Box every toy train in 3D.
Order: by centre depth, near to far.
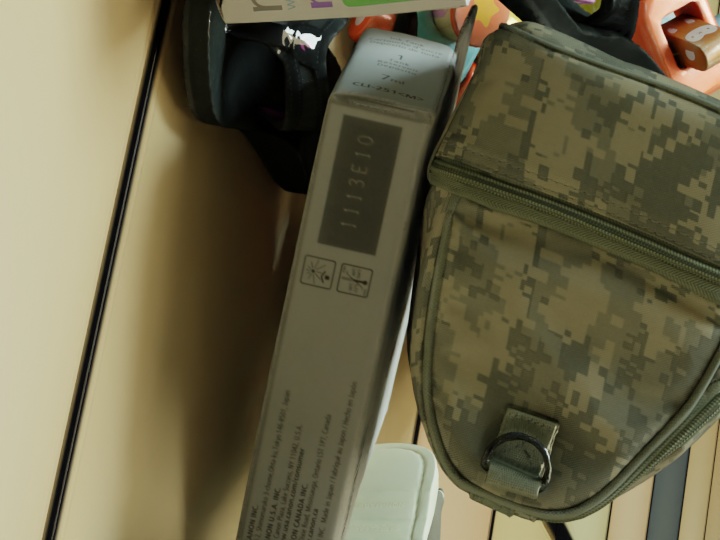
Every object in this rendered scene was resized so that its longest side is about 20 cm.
[{"bbox_3d":[0.095,-0.109,1.144,0.200,0.056,0.150,-25,104,-24],"label":"toy train"}]

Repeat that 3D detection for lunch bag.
[{"bbox_3d":[0.081,0.012,0.954,0.200,0.139,0.168,37,77,-88],"label":"lunch bag"}]

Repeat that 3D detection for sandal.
[{"bbox_3d":[-0.024,-0.080,0.963,0.200,0.048,0.076,40,57,-73],"label":"sandal"},{"bbox_3d":[0.088,-0.119,1.030,0.048,0.075,0.200,-51,152,8],"label":"sandal"}]

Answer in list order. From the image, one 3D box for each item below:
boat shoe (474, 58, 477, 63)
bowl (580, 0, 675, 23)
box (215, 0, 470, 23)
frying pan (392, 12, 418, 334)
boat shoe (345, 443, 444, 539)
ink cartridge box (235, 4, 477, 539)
[{"bbox_3d":[0.059,-0.154,1.208,0.069,0.074,0.200,-7,101,-69],"label":"boat shoe"},{"bbox_3d":[0.132,-0.176,1.414,0.200,0.107,0.201,5,90,-76],"label":"bowl"},{"bbox_3d":[-0.003,-0.211,0.873,0.177,0.096,0.200,-59,144,-60],"label":"box"},{"bbox_3d":[-0.004,-0.012,1.073,0.190,0.031,0.115,84,27,-42],"label":"frying pan"},{"bbox_3d":[-0.001,0.146,1.092,0.202,0.072,0.060,-63,150,-63],"label":"boat shoe"},{"bbox_3d":[0.000,0.000,1.000,0.174,0.043,0.200,-71,174,-69],"label":"ink cartridge box"}]
